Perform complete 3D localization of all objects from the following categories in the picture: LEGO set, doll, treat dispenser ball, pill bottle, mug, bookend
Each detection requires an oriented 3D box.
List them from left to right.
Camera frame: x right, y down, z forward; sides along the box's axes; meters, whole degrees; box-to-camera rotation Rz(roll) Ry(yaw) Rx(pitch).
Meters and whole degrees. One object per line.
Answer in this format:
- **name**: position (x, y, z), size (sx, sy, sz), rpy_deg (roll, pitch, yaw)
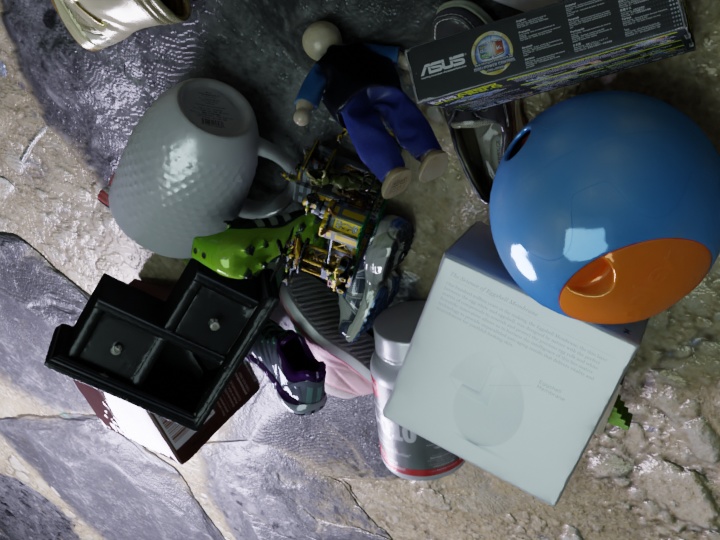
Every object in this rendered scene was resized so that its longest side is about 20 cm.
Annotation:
- **bookend**: position (-0.230, 0.055, 1.104), size (0.198, 0.092, 0.200), rpy_deg (28, 105, -20)
- **mug**: position (-0.166, -0.115, 1.059), size (0.200, 0.148, 0.175), rpy_deg (17, 138, -19)
- **LEGO set**: position (-0.035, -0.084, 0.960), size (0.116, 0.200, 0.154), rpy_deg (20, 155, 5)
- **doll**: position (-0.001, -0.164, 0.897), size (0.200, 0.136, 0.048), rpy_deg (59, 166, 22)
- **pill bottle**: position (0.071, 0.146, 1.145), size (0.114, 0.114, 0.200), rpy_deg (8, 122, 27)
- **treat dispenser ball**: position (0.213, -0.054, 0.810), size (0.200, 0.201, 0.201), rpy_deg (18, 136, 18)

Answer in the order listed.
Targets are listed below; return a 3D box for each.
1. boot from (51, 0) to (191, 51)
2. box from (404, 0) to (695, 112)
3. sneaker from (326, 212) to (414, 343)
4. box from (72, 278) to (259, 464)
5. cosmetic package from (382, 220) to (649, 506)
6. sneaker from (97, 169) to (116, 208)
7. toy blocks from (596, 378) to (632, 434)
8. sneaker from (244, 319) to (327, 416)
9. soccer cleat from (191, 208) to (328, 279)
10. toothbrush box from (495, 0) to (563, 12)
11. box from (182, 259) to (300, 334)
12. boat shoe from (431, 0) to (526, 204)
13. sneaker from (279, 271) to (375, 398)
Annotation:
- **boot**: position (-0.275, -0.329, 0.965), size (0.155, 0.073, 0.200), rpy_deg (-3, 128, 36)
- **box**: position (0.155, -0.173, 0.736), size (0.200, 0.160, 0.044), rpy_deg (-12, 91, 23)
- **sneaker**: position (0.000, 0.000, 1.110), size (0.085, 0.077, 0.200), rpy_deg (33, 133, 17)
- **box**: position (-0.284, 0.136, 1.314), size (0.200, 0.164, 0.166), rpy_deg (13, 137, 42)
- **cosmetic package**: position (0.158, 0.089, 0.951), size (0.199, 0.123, 0.200), rpy_deg (27, 119, 13)
- **sneaker**: position (-0.224, -0.083, 1.159), size (0.200, 0.087, 0.074), rpy_deg (24, 173, 5)
- **toy blocks**: position (0.220, 0.090, 1.039), size (0.200, 0.100, 0.137), rpy_deg (20, 125, 15)
- **sneaker**: position (-0.105, 0.086, 1.173), size (0.200, 0.074, 0.088), rpy_deg (42, 139, 26)
- **soccer cleat**: position (-0.105, -0.038, 1.052), size (0.081, 0.200, 0.068), rpy_deg (20, 111, 27)
- **toothbrush box**: position (0.095, -0.307, 0.735), size (0.200, 0.085, 0.147), rpy_deg (25, 137, 12)
- **box**: position (-0.148, 0.038, 1.261), size (0.144, 0.036, 0.200), rpy_deg (4, 132, 30)
- **boat shoe**: position (0.112, -0.153, 0.885), size (0.072, 0.065, 0.200), rpy_deg (3, 129, 33)
- **sneaker**: position (-0.050, 0.095, 1.217), size (0.200, 0.075, 0.105), rpy_deg (44, 133, -17)
